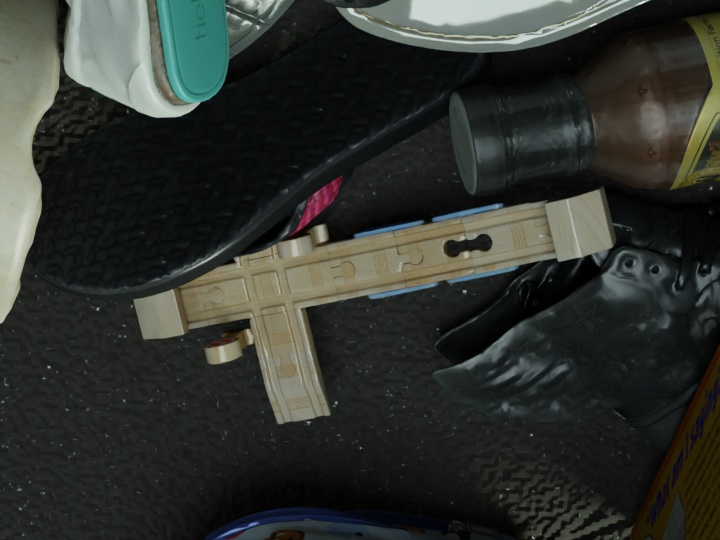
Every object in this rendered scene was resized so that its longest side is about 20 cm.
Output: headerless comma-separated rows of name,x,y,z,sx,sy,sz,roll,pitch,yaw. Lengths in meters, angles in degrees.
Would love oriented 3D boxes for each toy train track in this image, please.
toy train track,0.000,0.000,0.935,0.198,0.033,0.116,-11,99,17

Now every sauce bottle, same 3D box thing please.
sauce bottle,0.133,-0.065,0.904,0.198,0.065,0.065,-11,112,-6

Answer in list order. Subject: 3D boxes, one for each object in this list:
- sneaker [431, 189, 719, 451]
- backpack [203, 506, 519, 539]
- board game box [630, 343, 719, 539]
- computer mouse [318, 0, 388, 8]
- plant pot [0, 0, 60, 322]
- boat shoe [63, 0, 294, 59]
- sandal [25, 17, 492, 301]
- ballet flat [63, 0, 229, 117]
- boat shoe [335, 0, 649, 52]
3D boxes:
sneaker,0.129,0.000,0.946,0.104,0.060,0.200,38,112,-18
backpack,0.000,0.182,0.971,0.189,0.154,0.201,14,105,-15
board game box,0.217,0.150,0.893,0.198,0.201,0.201,7,146,-4
computer mouse,-0.043,-0.152,0.801,0.059,0.034,0.200,-48,133,4
plant pot,-0.210,-0.055,0.864,0.182,0.201,0.202,9,112,-16
boat shoe,-0.046,-0.153,0.889,0.074,0.065,0.203,19,118,-33
sandal,-0.037,-0.041,0.921,0.199,0.075,0.045,-28,153,-5
ballet flat,-0.083,-0.154,0.824,0.069,0.069,0.202,0,101,-1
boat shoe,0.083,-0.135,0.892,0.198,0.062,0.075,-17,109,5
